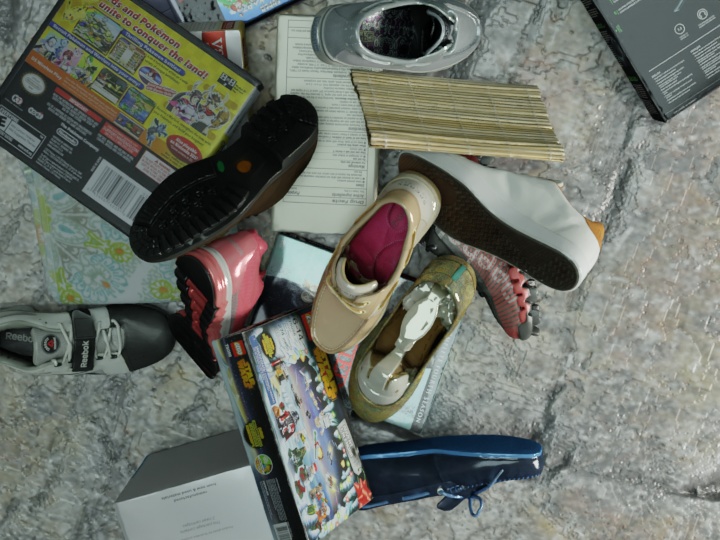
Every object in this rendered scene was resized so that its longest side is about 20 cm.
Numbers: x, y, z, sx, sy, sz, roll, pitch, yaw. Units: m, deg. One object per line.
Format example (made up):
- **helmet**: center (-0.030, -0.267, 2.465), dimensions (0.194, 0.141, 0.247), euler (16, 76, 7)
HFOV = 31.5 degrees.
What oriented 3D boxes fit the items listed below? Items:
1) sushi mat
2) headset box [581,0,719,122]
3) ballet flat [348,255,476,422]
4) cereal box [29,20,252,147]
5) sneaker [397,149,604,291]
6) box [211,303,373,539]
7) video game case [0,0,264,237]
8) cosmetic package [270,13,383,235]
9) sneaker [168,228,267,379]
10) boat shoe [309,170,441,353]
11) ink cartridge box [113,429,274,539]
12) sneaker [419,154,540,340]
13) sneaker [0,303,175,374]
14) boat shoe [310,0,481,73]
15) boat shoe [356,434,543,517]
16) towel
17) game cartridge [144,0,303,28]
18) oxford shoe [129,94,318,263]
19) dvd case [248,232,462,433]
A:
- **sushi mat**: center (0.089, -0.141, 1.158), dimensions (0.198, 0.096, 0.012), euler (2, 139, -23)
- **headset box**: center (0.290, -0.266, 1.154), dimensions (0.173, 0.093, 0.201), euler (-33, 96, 8)
- **ballet flat**: center (0.039, 0.072, 1.195), dimensions (0.070, 0.071, 0.201), euler (32, 116, -2)
- **cereal box**: center (-0.202, -0.159, 1.211), dimensions (0.198, 0.040, 0.145), euler (-2, 116, 4)
- **sneaker**: center (0.128, -0.062, 1.155), dimensions (0.199, 0.085, 0.073), euler (34, 143, 10)
- **box**: center (-0.060, 0.142, 1.189), dimensions (0.040, 0.137, 0.202), euler (-16, 93, 26)
- **video game case**: center (-0.217, -0.147, 1.151), dimensions (0.199, 0.026, 0.182), euler (34, 90, 5)
- **cosmetic package**: center (-0.030, -0.137, 1.205), dimensions (0.104, 0.071, 0.202), euler (4, 100, 1)
- **sneaker**: center (-0.123, 0.032, 1.196), dimensions (0.086, 0.201, 0.074), euler (-34, 71, -27)
- **boat shoe**: center (0.000, 0.000, 1.155), dimensions (0.073, 0.069, 0.201), euler (34, 118, 10)
- **ink cartridge box**: center (-0.127, 0.275, 1.243), dimensions (0.145, 0.147, 0.202), euler (-16, 99, 6)
- **sneaker**: center (0.107, -0.021, 1.218), dimensions (0.097, 0.071, 0.202), euler (-21, 96, 6)
- **sneaker**: center (-0.282, 0.073, 1.249), dimensions (0.198, 0.089, 0.075), euler (-3, 98, 2)
- **boat shoe**: center (0.049, -0.208, 1.135), dimensions (0.071, 0.200, 0.071), euler (12, 108, 46)
- **boat shoe**: center (0.085, 0.202, 1.260), dimensions (0.198, 0.084, 0.069), euler (-5, 95, 21)
- **towel**: center (-0.217, -0.050, 1.223), dimensions (0.198, 0.048, 0.173), euler (-1, 121, 4)
- **game cartridge**: center (-0.125, -0.294, 1.205), dimensions (0.199, 0.038, 0.131), euler (-25, 93, 7)
- **oxford shoe**: center (-0.113, -0.064, 1.124), dimensions (0.199, 0.085, 0.073), euler (-36, 68, -15)
- **dvd case**: center (-0.009, 0.061, 1.263), dimensions (0.198, 0.022, 0.147), euler (20, 100, -1)
